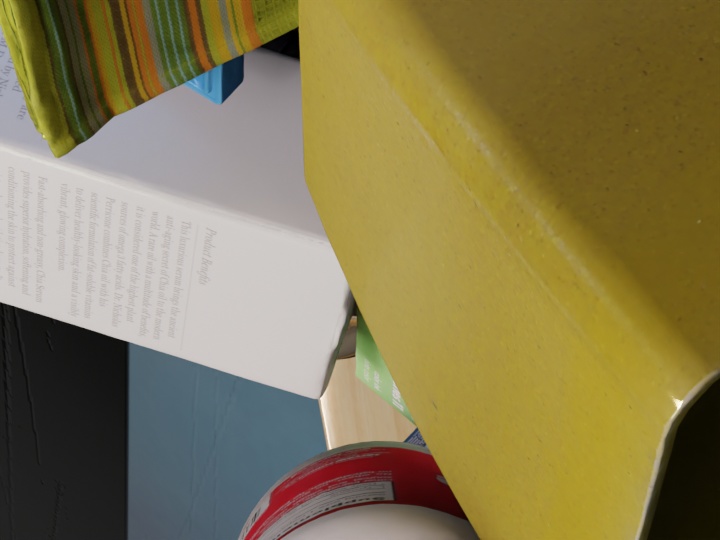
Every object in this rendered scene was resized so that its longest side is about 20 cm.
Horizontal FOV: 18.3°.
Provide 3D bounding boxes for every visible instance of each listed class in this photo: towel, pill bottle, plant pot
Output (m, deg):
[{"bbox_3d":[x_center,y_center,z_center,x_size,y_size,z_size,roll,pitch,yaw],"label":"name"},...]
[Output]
[{"bbox_3d":[-0.010,-0.103,0.641,0.018,0.200,0.086,55,166,29],"label":"towel"},{"bbox_3d":[0.009,0.123,0.717,0.112,0.112,0.200,46,-177,-4],"label":"pill bottle"},{"bbox_3d":[0.088,-0.035,0.614,0.176,0.200,0.200,47,160,22],"label":"plant pot"}]

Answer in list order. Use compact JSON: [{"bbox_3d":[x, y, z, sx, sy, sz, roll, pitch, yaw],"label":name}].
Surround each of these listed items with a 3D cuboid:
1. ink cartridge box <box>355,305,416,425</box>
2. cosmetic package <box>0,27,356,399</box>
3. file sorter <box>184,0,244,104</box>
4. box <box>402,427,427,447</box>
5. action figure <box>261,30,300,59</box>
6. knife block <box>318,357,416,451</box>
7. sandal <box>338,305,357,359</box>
[{"bbox_3d":[0.109,0.047,0.794,0.200,0.117,0.067,39,158,16],"label":"ink cartridge box"},{"bbox_3d":[-0.092,-0.036,0.757,0.200,0.071,0.101,18,148,1],"label":"cosmetic package"},{"bbox_3d":[-0.087,-0.179,0.707,0.200,0.123,0.139,31,148,18],"label":"file sorter"},{"bbox_3d":[0.082,0.133,0.966,0.038,0.137,0.200,17,145,49],"label":"box"},{"bbox_3d":[-0.047,-0.084,0.825,0.200,0.130,0.069,40,-161,14],"label":"action figure"},{"bbox_3d":[0.031,0.139,1.025,0.064,0.176,0.200,-11,135,9],"label":"knife block"},{"bbox_3d":[0.000,0.000,0.938,0.200,0.055,0.082,3,90,56],"label":"sandal"}]
